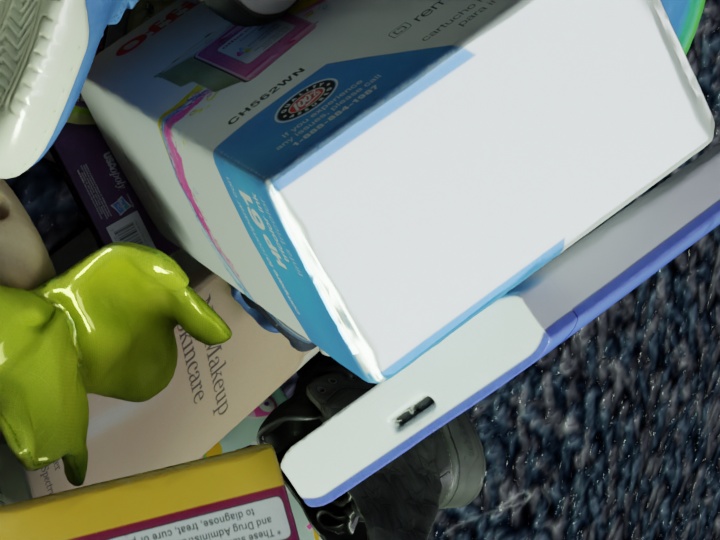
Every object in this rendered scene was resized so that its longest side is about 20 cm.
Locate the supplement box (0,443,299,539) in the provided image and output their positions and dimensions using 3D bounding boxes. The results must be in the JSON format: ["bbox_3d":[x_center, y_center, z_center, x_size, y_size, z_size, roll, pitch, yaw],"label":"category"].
[{"bbox_3d":[-0.081,0.176,0.741,0.131,0.103,0.201,-9,81,-38],"label":"supplement box"}]

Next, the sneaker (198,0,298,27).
[{"bbox_3d":[-0.005,-0.160,0.649,0.074,0.080,0.200,-22,140,-49],"label":"sneaker"}]

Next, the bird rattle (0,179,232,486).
[{"bbox_3d":[-0.158,-0.004,0.774,0.113,0.200,0.163,-41,179,-42],"label":"bird rattle"}]

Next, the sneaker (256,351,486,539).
[{"bbox_3d":[-0.009,0.063,1.011,0.104,0.200,0.060,-5,141,-41],"label":"sneaker"}]

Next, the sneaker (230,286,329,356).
[{"bbox_3d":[0.000,0.000,0.849,0.085,0.200,0.077,-39,96,-17],"label":"sneaker"}]

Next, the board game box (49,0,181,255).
[{"bbox_3d":[-0.087,-0.111,0.806,0.120,0.032,0.200,-28,109,-11],"label":"board game box"}]

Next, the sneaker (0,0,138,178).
[{"bbox_3d":[-0.073,-0.116,0.732,0.111,0.077,0.201,24,72,-42],"label":"sneaker"}]

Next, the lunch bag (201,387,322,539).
[{"bbox_3d":[-0.074,0.172,1.037,0.170,0.122,0.200,-35,120,-34],"label":"lunch bag"}]

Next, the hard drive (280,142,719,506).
[{"bbox_3d":[0.071,0.012,0.770,0.132,0.025,0.200,-38,175,40],"label":"hard drive"}]

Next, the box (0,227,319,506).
[{"bbox_3d":[-0.102,0.036,0.941,0.200,0.078,0.095,-42,139,-33],"label":"box"}]

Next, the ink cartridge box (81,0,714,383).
[{"bbox_3d":[0.002,-0.059,0.726,0.144,0.200,0.085,-36,115,-13],"label":"ink cartridge box"}]

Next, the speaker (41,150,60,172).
[{"bbox_3d":[-0.082,-0.131,0.862,0.081,0.081,0.200,20,93,-58],"label":"speaker"}]

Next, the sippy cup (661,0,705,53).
[{"bbox_3d":[0.088,-0.150,1.049,0.178,0.130,0.140,-52,145,-21],"label":"sippy cup"}]
